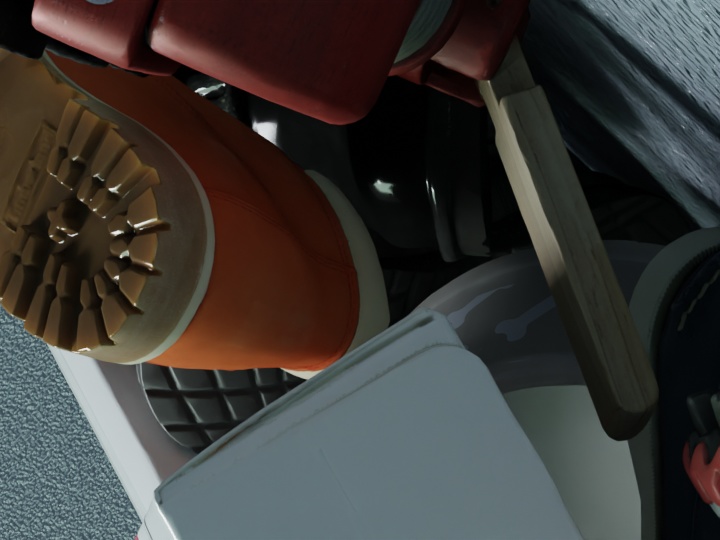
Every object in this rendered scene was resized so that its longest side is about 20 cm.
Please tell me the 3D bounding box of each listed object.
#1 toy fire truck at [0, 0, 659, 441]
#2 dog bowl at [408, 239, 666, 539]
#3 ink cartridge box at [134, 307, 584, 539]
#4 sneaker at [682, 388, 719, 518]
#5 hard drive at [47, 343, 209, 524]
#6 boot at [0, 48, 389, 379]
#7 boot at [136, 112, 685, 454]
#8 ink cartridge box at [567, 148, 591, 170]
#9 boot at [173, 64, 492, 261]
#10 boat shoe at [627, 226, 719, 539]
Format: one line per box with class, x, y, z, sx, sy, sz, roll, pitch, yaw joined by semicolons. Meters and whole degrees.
toy fire truck;-0.002;-0.054;0.633;0.199;0.129;0.176;24;-176;6
dog bowl;0.078;0.094;0.826;0.200;0.200;0.059;43;-151;-5
ink cartridge box;0.012;0.103;0.690;0.146;0.083;0.200;59;171;5
sneaker;0.120;0.061;0.579;0.200;0.071;0.098;-128;13;-88
hard drive;-0.051;0.017;0.943;0.131;0.026;0.200;0;-136;-38
boot;-0.072;-0.031;0.770;0.107;0.075;0.200;12;-156;-42
boot;0.000;0.000;0.927;0.132;0.199;0.070;-141;43;-57
ink cartridge box;0.055;0.003;0.990;0.200;0.099;0.039;-132;26;-55
boot;-0.041;-0.044;0.852;0.211;0.157;0.080;-129;34;-80
boat shoe;0.119;0.087;0.731;0.062;0.075;0.201;28;128;59
